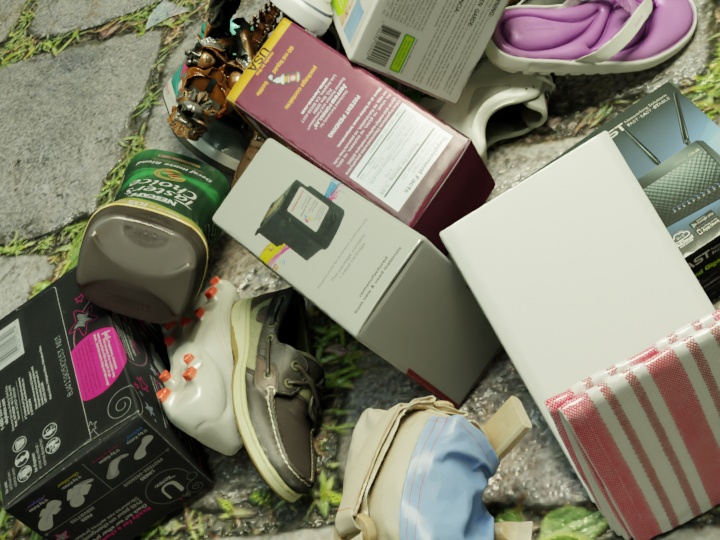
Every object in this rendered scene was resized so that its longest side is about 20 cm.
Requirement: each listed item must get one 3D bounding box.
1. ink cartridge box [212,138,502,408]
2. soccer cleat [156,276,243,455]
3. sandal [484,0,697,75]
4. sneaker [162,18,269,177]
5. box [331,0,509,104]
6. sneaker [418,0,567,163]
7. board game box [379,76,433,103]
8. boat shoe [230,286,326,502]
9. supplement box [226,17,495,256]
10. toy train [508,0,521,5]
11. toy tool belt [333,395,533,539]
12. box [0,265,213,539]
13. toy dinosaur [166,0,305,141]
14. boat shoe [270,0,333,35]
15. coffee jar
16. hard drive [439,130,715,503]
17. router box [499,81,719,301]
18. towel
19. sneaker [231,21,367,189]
[{"bbox_3d":[0.000,0.000,0.840,0.083,0.145,0.199,-53,46,-1],"label":"ink cartridge box"},{"bbox_3d":[-0.124,0.077,0.919,0.069,0.078,0.201,-34,23,15],"label":"soccer cleat"},{"bbox_3d":[0.198,-0.204,0.915,0.199,0.050,0.084,-15,67,-16],"label":"sandal"},{"bbox_3d":[-0.130,-0.183,1.102,0.122,0.083,0.201,-54,36,17],"label":"sneaker"},{"bbox_3d":[0.040,-0.244,0.933,0.114,0.100,0.201,-62,23,24],"label":"box"},{"bbox_3d":[0.143,-0.167,0.963,0.088,0.074,0.200,38,77,26],"label":"sneaker"},{"bbox_3d":[-0.015,-0.134,1.051,0.196,0.030,0.097,-10,49,21],"label":"board game box"},{"bbox_3d":[-0.060,0.085,0.864,0.064,0.073,0.202,-30,44,13],"label":"boat shoe"},{"bbox_3d":[0.002,-0.104,0.903,0.199,0.110,0.086,36,88,22],"label":"supplement box"},{"bbox_3d":[0.161,-0.280,1.033,0.197,0.085,0.117,-24,56,11],"label":"toy train"},{"bbox_3d":[0.048,0.176,0.690,0.121,0.125,0.203,-15,48,30],"label":"toy tool belt"},{"bbox_3d":[-0.222,0.114,0.909,0.131,0.115,0.201,-34,43,3],"label":"box"},{"bbox_3d":[-0.117,-0.202,1.008,0.136,0.101,0.203,-51,29,44],"label":"toy dinosaur"},{"bbox_3d":[-0.054,-0.275,0.952,0.066,0.073,0.202,-48,38,24],"label":"boat shoe"},{"bbox_3d":[-0.172,-0.032,0.937,0.102,0.087,0.201,17,22,-6],"label":"coffee jar"},{"bbox_3d":[0.157,0.029,0.730,0.131,0.026,0.202,-30,81,4],"label":"hard drive"},{"bbox_3d":[0.193,-0.029,0.812,0.198,0.062,0.151,-34,44,3],"label":"router box"},{"bbox_3d":[0.217,0.074,0.654,0.198,0.147,0.030,-30,39,6],"label":"towel"},{"bbox_3d":[-0.069,-0.147,1.024,0.070,0.076,0.202,14,62,38],"label":"sneaker"}]
